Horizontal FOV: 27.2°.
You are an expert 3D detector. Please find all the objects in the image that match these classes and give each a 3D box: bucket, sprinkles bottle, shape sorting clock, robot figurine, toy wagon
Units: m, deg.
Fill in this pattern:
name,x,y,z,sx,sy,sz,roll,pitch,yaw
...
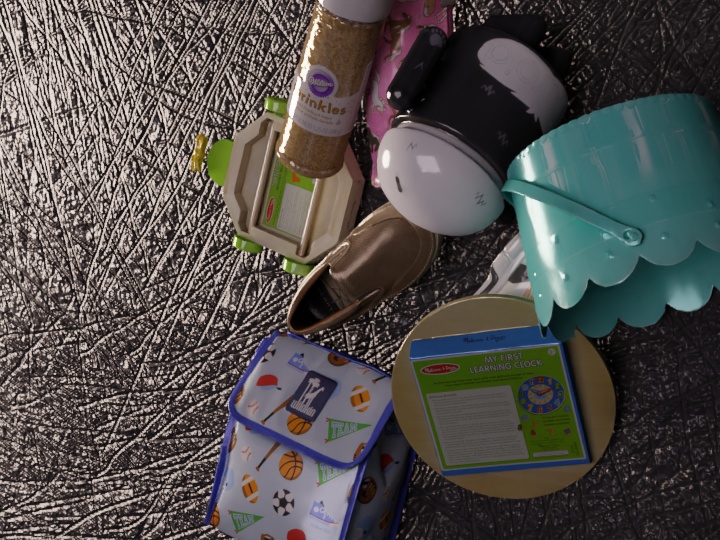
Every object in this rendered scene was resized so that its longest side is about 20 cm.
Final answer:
name,x,y,z,sx,sy,sz,roll,pitch,yaw
bucket,0.215,-0.040,1.175,0.206,0.206,0.136,-27,70,34
sprinkles bottle,-0.024,-0.179,1.335,0.068,0.068,0.201,41,134,27
shape sorting clock,0.124,0.111,1.303,0.198,0.039,0.202,7,120,12
robot figurine,0.096,-0.125,1.268,0.149,0.125,0.201,32,73,5
toy wagon,-0.085,-0.092,1.483,0.199,0.039,0.157,23,106,33

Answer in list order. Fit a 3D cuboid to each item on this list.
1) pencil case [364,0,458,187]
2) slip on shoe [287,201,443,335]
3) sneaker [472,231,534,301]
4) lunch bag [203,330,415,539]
name,x,y,z,sx,sy,sz,roll,pitch,yaw
pencil case,0.048,-0.169,1.357,0.086,0.082,0.202,3,95,64
slip on shoe,0.000,0.000,1.390,0.199,0.060,0.076,-33,92,41
sneaker,0.127,0.049,1.317,0.080,0.073,0.201,45,120,17
lunch bag,-0.042,0.175,1.417,0.169,0.123,0.202,21,99,30
